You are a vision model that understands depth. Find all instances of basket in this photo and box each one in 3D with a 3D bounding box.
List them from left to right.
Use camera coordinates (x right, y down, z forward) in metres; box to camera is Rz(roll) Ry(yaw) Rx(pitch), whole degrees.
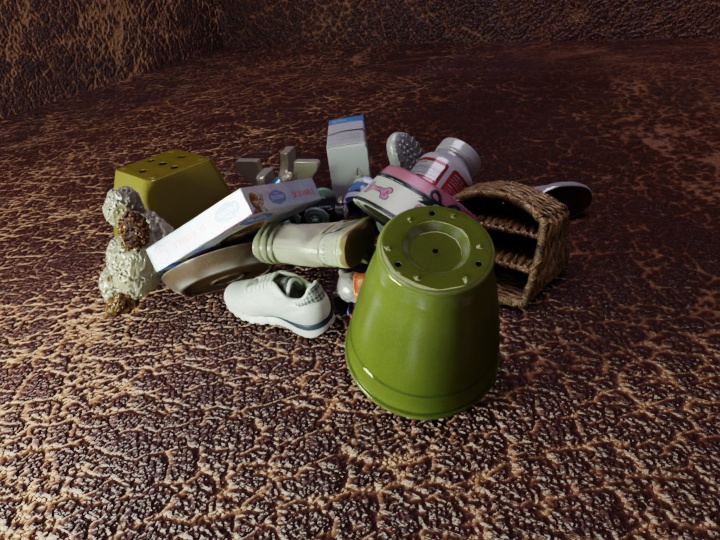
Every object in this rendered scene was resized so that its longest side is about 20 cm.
[{"bbox_3d":[0.207,-0.052,1.039,0.199,0.144,0.148,18,36,40],"label":"basket"}]

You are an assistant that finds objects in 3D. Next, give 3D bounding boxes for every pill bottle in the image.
[{"bbox_3d":[0.124,-0.130,1.161,0.112,0.113,0.201,20,66,42],"label":"pill bottle"}]

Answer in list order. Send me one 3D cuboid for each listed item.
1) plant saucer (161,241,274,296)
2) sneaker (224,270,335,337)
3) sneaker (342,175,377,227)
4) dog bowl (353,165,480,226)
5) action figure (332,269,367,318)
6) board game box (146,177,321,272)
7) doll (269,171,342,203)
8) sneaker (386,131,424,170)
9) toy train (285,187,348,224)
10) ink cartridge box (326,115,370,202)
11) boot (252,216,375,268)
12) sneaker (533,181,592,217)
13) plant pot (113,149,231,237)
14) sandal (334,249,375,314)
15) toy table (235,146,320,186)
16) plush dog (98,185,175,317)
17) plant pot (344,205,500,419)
[{"bbox_3d":[-0.216,0.001,1.069,0.198,0.032,0.200,-19,-8,-3],"label":"plant saucer"},{"bbox_3d":[-0.128,0.034,1.003,0.198,0.081,0.077,8,45,30],"label":"sneaker"},{"bbox_3d":[0.051,-0.112,1.273,0.198,0.074,0.082,21,57,31],"label":"sneaker"},{"bbox_3d":[0.090,-0.079,0.983,0.074,0.199,0.200,-56,39,-1],"label":"dog bowl"},{"bbox_3d":[0.056,0.025,0.973,0.191,0.106,0.201,6,35,-4],"label":"action figure"},{"bbox_3d":[-0.187,-0.072,1.015,0.198,0.042,0.200,-27,-1,28],"label":"board game box"},{"bbox_3d":[-0.135,-0.126,1.282,0.197,0.138,0.049,6,37,-2],"label":"doll"},{"bbox_3d":[0.088,-0.183,1.279,0.080,0.201,0.077,16,62,40],"label":"sneaker"},{"bbox_3d":[-0.112,-0.081,1.206,0.197,0.115,0.086,-2,41,15],"label":"toy train"},{"bbox_3d":[-0.021,-0.230,1.428,0.082,0.147,0.201,-6,28,3],"label":"ink cartridge box"},{"bbox_3d":[-0.063,-0.044,1.011,0.152,0.073,0.200,2,9,15],"label":"boot"},{"bbox_3d":[0.325,-0.134,1.241,0.197,0.074,0.085,-10,30,-2],"label":"sneaker"},{"bbox_3d":[-0.353,-0.120,1.269,0.199,0.179,0.199,19,37,41],"label":"plant pot"},{"bbox_3d":[0.001,0.000,1.093,0.074,0.049,0.201,-3,28,8],"label":"sandal"},{"bbox_3d":[-0.170,-0.174,1.393,0.197,0.119,0.184,-3,28,5],"label":"toy table"},{"bbox_3d":[-0.350,-0.018,1.072,0.158,0.203,0.172,10,20,-5],"label":"plush dog"},{"bbox_3d":[0.080,0.036,0.782,0.197,0.194,0.202,1,49,-1],"label":"plant pot"}]
